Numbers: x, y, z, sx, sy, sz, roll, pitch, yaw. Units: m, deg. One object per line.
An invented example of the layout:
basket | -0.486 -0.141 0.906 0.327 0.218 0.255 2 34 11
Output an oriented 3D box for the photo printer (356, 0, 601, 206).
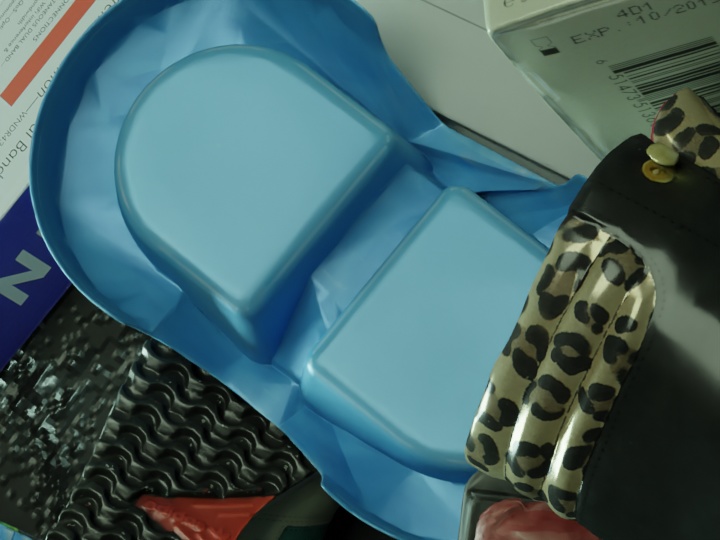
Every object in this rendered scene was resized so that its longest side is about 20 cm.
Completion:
photo printer | 0.102 -0.083 0.834 0.200 0.069 0.167 28 85 36

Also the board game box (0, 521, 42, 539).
board game box | -0.188 0.145 0.891 0.200 0.057 0.166 6 71 47

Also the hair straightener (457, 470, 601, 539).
hair straightener | 0.036 0.145 0.760 0.041 0.077 0.201 2 103 -4

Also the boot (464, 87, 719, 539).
boot | 0.127 0.004 0.626 0.150 0.073 0.200 32 96 22

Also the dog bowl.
dog bowl | 0.000 0.000 0.809 0.200 0.050 0.112 38 83 16

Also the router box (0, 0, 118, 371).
router box | -0.126 -0.092 0.986 0.200 0.049 0.179 -50 54 2

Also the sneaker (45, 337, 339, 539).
sneaker | -0.051 0.083 0.851 0.070 0.093 0.200 26 56 8

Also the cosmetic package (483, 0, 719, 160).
cosmetic package | 0.075 -0.136 0.766 0.071 0.105 0.201 -15 64 22
